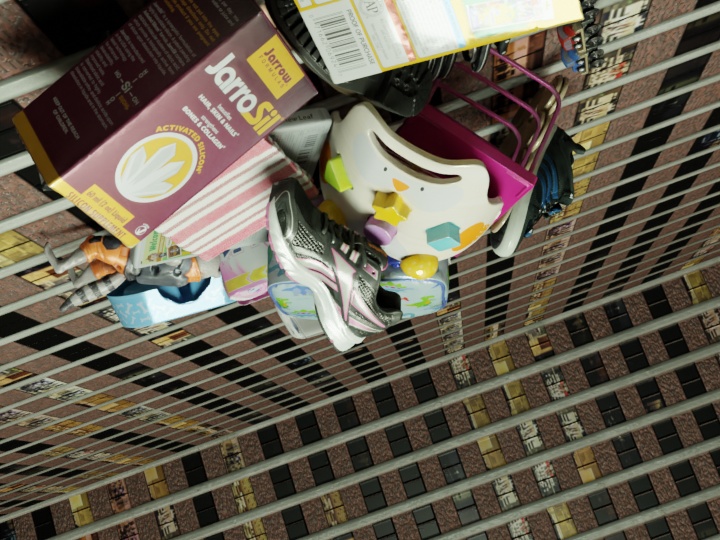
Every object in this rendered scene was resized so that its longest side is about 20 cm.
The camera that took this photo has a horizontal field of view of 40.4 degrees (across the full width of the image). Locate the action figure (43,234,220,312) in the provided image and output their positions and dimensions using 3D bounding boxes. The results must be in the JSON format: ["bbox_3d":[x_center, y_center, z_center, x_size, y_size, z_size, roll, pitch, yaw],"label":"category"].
[{"bbox_3d":[-0.261,-0.001,1.180,0.192,0.105,0.200,-5,157,-4],"label":"action figure"}]

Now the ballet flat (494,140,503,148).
[{"bbox_3d":[0.209,-0.129,1.257,0.075,0.068,0.200,-35,-157,10],"label":"ballet flat"}]

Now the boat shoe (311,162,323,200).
[{"bbox_3d":[-0.102,-0.098,1.094,0.199,0.075,0.062,-12,166,-30],"label":"boat shoe"}]

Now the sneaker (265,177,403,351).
[{"bbox_3d":[-0.019,-0.015,0.950,0.086,0.081,0.201,-18,129,17],"label":"sneaker"}]

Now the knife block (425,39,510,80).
[{"bbox_3d":[0.076,-0.233,0.856,0.175,0.064,0.199,-30,162,31],"label":"knife block"}]

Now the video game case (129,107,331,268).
[{"bbox_3d":[-0.134,-0.080,0.980,0.181,0.022,0.200,-13,153,-25],"label":"video game case"}]

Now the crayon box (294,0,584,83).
[{"bbox_3d":[0.051,-0.220,0.714,0.198,0.052,0.126,-10,138,20],"label":"crayon box"}]

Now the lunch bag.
[{"bbox_3d":[0.000,0.000,1.081,0.198,0.083,0.161,-2,165,6],"label":"lunch bag"}]

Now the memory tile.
[{"bbox_3d":[0.178,-0.128,1.147,0.017,0.201,0.153,28,170,-6],"label":"memory tile"}]

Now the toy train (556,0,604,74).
[{"bbox_3d":[0.231,-0.254,1.041,0.045,0.034,0.200,-19,165,12],"label":"toy train"}]

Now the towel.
[{"bbox_3d":[-0.138,-0.083,0.916,0.146,0.030,0.200,-30,152,10],"label":"towel"}]

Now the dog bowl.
[{"bbox_3d":[-0.239,0.027,1.321,0.199,0.050,0.111,-16,-166,-15],"label":"dog bowl"}]

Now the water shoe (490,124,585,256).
[{"bbox_3d":[0.214,-0.092,1.142,0.079,0.201,0.072,27,150,-6],"label":"water shoe"}]

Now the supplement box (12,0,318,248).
[{"bbox_3d":[-0.147,-0.127,0.756,0.200,0.086,0.110,-39,148,2],"label":"supplement box"}]

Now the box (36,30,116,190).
[{"bbox_3d":[-0.189,-0.140,0.891,0.159,0.045,0.200,-6,160,-40],"label":"box"}]

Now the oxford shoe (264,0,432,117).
[{"bbox_3d":[-0.025,-0.194,0.851,0.084,0.073,0.200,22,173,40],"label":"oxford shoe"}]

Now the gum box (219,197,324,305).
[{"bbox_3d":[-0.091,-0.045,1.217,0.199,0.114,0.066,-21,165,8],"label":"gum box"}]

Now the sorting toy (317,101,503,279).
[{"bbox_3d":[0.042,-0.088,0.926,0.107,0.199,0.180,-61,178,-20],"label":"sorting toy"}]

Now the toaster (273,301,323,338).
[{"bbox_3d":[-0.049,0.005,1.302,0.128,0.201,0.114,-20,141,6],"label":"toaster"}]

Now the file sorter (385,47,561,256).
[{"bbox_3d":[0.107,-0.133,1.061,0.126,0.138,0.200,-61,-174,-26],"label":"file sorter"}]
